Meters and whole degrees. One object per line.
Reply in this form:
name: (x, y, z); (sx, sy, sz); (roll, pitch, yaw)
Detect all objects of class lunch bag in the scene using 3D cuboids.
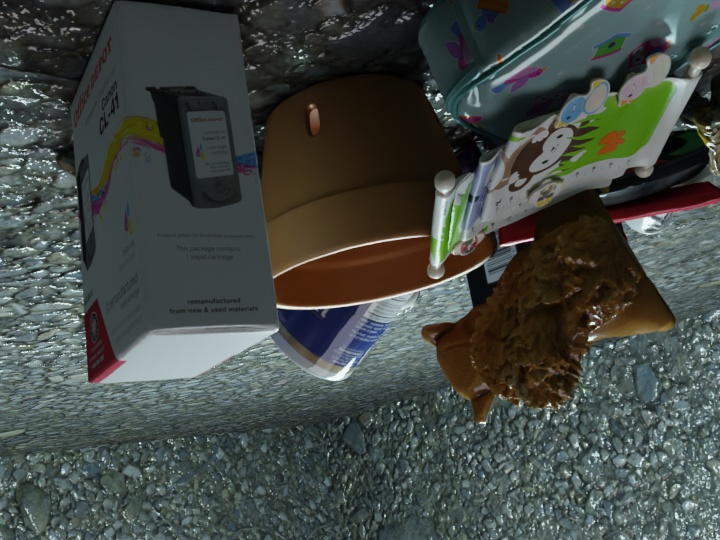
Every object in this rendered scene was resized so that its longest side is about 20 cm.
lunch bag: (0.150, -0.156, 0.543); (0.198, 0.078, 0.159); (-32, 153, 31)

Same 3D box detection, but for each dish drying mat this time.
dish drying mat: (0.226, -0.052, 0.813); (0.196, 0.019, 0.077); (-10, -170, 14)

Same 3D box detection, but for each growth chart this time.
growth chart: (0.129, -0.069, 0.577); (0.197, 0.018, 0.145); (-25, 154, -4)

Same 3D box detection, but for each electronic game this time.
electronic game: (0.243, -0.100, 0.850); (0.196, 0.042, 0.200); (-16, -168, 3)

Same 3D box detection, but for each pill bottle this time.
pill bottle: (0.000, 0.000, 0.871); (0.201, 0.111, 0.110); (-53, 150, 18)

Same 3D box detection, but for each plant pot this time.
plant pot: (0.001, -0.063, 0.712); (0.196, 0.143, 0.200); (-10, 166, -3)

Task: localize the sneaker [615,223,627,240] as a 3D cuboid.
sneaker: (0.231, -0.027, 0.906); (0.065, 0.092, 0.201); (-10, -153, 7)

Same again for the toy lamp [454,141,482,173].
toy lamp: (0.162, -0.112, 0.828); (0.197, 0.059, 0.058); (-17, 165, 20)

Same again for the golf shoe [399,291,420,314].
golf shoe: (0.001, -0.014, 0.960); (0.198, 0.080, 0.097); (22, 137, -30)

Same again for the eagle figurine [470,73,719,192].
eagle figurine: (0.189, -0.131, 0.693); (0.197, 0.151, 0.154); (15, 132, 23)

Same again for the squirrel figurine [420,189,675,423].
squirrel figurine: (0.134, 0.036, 0.699); (0.185, 0.143, 0.200); (-34, 173, 17)

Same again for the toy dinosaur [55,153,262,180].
toy dinosaur: (-0.161, -0.070, 0.757); (0.197, 0.048, 0.088); (-7, 159, -32)

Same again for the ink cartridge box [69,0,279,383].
ink cartridge box: (-0.126, -0.041, 0.563); (0.084, 0.204, 0.147); (-2, 164, -30)

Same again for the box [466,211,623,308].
box: (0.219, -0.022, 1.032); (0.197, 0.152, 0.106); (2, 162, -42)

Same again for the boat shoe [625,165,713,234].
boat shoe: (0.298, -0.074, 0.928); (0.071, 0.070, 0.199); (-20, -169, -20)
